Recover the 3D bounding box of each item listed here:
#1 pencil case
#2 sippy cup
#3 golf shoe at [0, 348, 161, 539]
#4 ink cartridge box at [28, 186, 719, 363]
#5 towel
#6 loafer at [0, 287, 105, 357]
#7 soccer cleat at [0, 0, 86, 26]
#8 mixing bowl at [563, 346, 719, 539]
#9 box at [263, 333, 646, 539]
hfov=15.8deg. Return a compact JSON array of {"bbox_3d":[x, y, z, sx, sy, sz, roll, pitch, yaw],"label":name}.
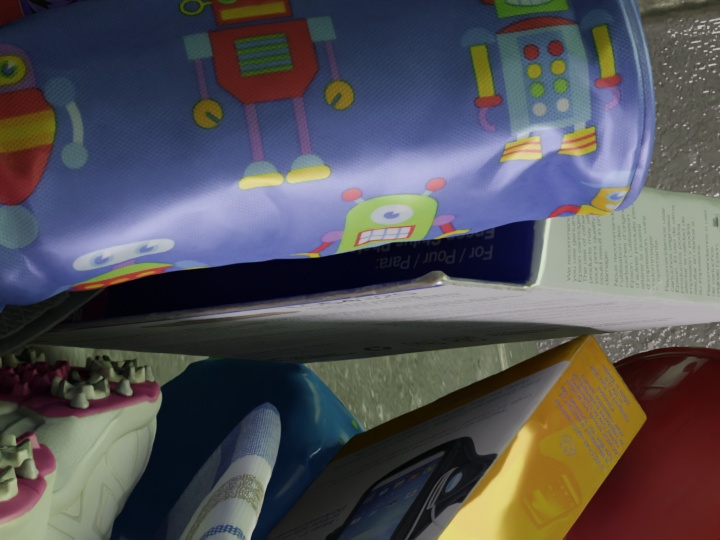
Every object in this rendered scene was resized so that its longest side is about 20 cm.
[{"bbox_3d":[-0.026,-0.036,0.665,0.087,0.199,0.078,96,-19,-61],"label":"pencil case"},{"bbox_3d":[-0.032,0.105,0.967,0.178,0.140,0.131,25,-26,46],"label":"sippy cup"},{"bbox_3d":[-0.104,0.076,0.725,0.200,0.075,0.092,-43,136,-74],"label":"golf shoe"},{"bbox_3d":[0.000,0.000,0.806,0.200,0.196,0.044,8,78,-55],"label":"ink cartridge box"},{"bbox_3d":[-0.075,0.124,0.692,0.147,0.024,0.200,-56,-175,19],"label":"towel"},{"bbox_3d":[-0.055,-0.042,0.740,0.072,0.199,0.063,61,4,-22],"label":"loafer"},{"bbox_3d":[-0.074,-0.092,0.775,0.200,0.073,0.069,-17,116,-76],"label":"soccer cleat"},{"bbox_3d":[0.099,0.137,0.888,0.108,0.200,0.201,-22,106,-41],"label":"mixing bowl"},{"bbox_3d":[0.000,0.103,0.810,0.042,0.119,0.200,53,42,-12],"label":"box"}]
